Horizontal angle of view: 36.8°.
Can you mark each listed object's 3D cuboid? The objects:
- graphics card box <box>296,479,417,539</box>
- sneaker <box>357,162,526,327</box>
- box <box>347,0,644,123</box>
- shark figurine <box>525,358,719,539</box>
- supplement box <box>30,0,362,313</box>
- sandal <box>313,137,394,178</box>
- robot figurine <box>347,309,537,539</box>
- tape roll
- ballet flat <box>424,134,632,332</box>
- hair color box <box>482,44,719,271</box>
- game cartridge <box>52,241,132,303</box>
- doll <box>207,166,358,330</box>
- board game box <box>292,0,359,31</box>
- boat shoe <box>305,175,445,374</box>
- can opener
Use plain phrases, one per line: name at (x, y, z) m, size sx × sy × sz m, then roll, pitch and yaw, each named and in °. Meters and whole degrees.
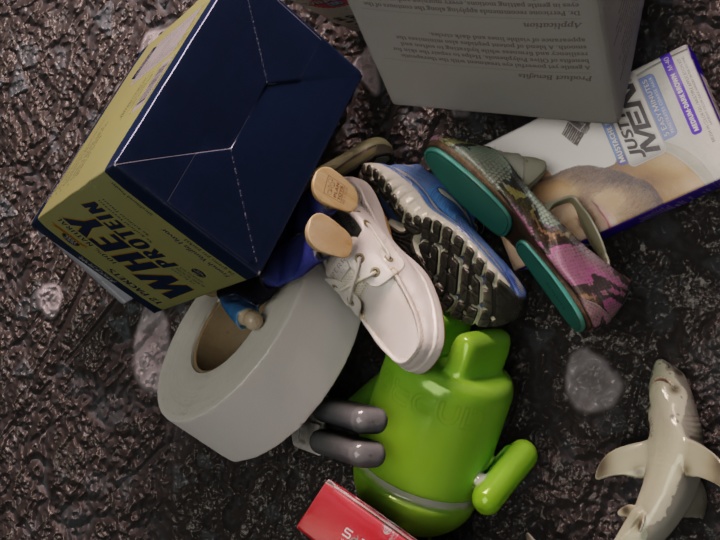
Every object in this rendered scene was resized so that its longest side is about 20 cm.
graphics card box at (0.025, 0.247, 0.902) m, size 0.124 × 0.200 × 0.051 m, roll 31°, pitch 76°, yaw 20°
sneaker at (0.080, -0.034, 0.922) m, size 0.200 × 0.088 × 0.079 m, roll 50°, pitch 142°, yaw 35°
box at (0.116, -0.246, 0.839) m, size 0.196 × 0.172 × 0.203 m, roll 8°, pitch 65°, yaw 23°
shark figurine at (0.237, 0.196, 0.875) m, size 0.217 × 0.089 × 0.128 m, roll -59°, pitch 36°, yaw 5°
supplement box at (-0.135, -0.097, 0.875) m, size 0.199 × 0.134 × 0.202 m, roll -17°, pitch 41°, yaw 55°
sandal at (-0.062, -0.077, 1.006) m, size 0.198 × 0.080 × 0.058 m, roll -27°, pitch 77°, yaw 9°
robot figurine at (0.060, 0.136, 0.924) m, size 0.174 × 0.115 × 0.203 m, roll 26°, pitch 108°, yaw 33°
tape roll at (-0.090, 0.061, 0.956) m, size 0.070 × 0.204 × 0.202 m, roll 37°, pitch 111°, yaw -26°
ballet flat at (0.137, -0.043, 0.858) m, size 0.071 × 0.069 × 0.200 m, roll -40°, pitch 83°, yaw -11°
hair color box at (0.201, -0.088, 0.894) m, size 0.198 × 0.065 × 0.111 m, roll -26°, pitch 81°, yaw 24°
game cartridge at (-0.208, -0.061, 1.052) m, size 0.198 × 0.041 × 0.134 m, roll -33°, pitch 117°, yaw 21°
doll at (-0.077, -0.020, 0.895) m, size 0.199 × 0.048 × 0.139 m, roll -26°, pitch 49°, yaw 49°
board game box at (-0.021, -0.299, 0.918) m, size 0.063 × 0.199 × 0.151 m, roll -3°, pitch 89°, yaw 24°
boat shoe at (0.000, 0.000, 0.882) m, size 0.071 × 0.069 × 0.201 m, roll -51°, pitch 50°, yaw 26°
can opener at (-0.035, 0.134, 0.925) m, size 0.199 × 0.065 × 0.054 m, roll 177°, pitch 97°, yaw -66°
